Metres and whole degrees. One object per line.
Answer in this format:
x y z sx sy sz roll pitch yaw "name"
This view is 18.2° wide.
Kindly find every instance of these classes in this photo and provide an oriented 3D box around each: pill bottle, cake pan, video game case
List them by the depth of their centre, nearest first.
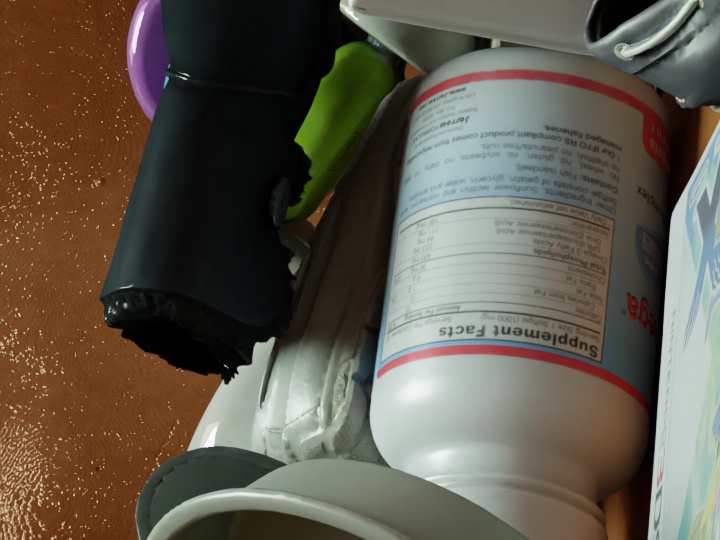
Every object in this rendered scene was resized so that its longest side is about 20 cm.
0.115 0.019 0.647 0.200 0.022 0.184 104 174 -64 "video game case"
0.018 0.139 0.707 0.037 0.200 0.201 -45 -22 -38 "cake pan"
0.062 0.023 0.871 0.109 0.108 0.201 105 174 -66 "pill bottle"

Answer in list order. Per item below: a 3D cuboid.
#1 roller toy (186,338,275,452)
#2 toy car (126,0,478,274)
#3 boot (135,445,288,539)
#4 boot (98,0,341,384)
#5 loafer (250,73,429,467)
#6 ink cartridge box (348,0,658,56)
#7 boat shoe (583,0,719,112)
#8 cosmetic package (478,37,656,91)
0.000 0.101 1.028 0.201 0.139 0.182 -67 -20 4 "roller toy"
-0.042 -0.088 1.082 0.175 0.150 0.200 -52 4 6 "toy car"
-0.005 0.167 0.869 0.069 0.200 0.174 -46 -17 -22 "boot"
-0.054 -0.060 0.869 0.200 0.076 0.169 81 -160 -67 "boot"
0.000 0.000 0.946 0.070 0.069 0.201 49 -135 -34 "loafer"
0.076 -0.165 0.830 0.200 0.143 0.148 -91 10 -77 "ink cartridge box"
0.115 -0.119 0.659 0.200 0.062 0.073 107 175 -55 "boat shoe"
0.090 -0.089 1.063 0.200 0.072 0.104 144 135 -86 "cosmetic package"
